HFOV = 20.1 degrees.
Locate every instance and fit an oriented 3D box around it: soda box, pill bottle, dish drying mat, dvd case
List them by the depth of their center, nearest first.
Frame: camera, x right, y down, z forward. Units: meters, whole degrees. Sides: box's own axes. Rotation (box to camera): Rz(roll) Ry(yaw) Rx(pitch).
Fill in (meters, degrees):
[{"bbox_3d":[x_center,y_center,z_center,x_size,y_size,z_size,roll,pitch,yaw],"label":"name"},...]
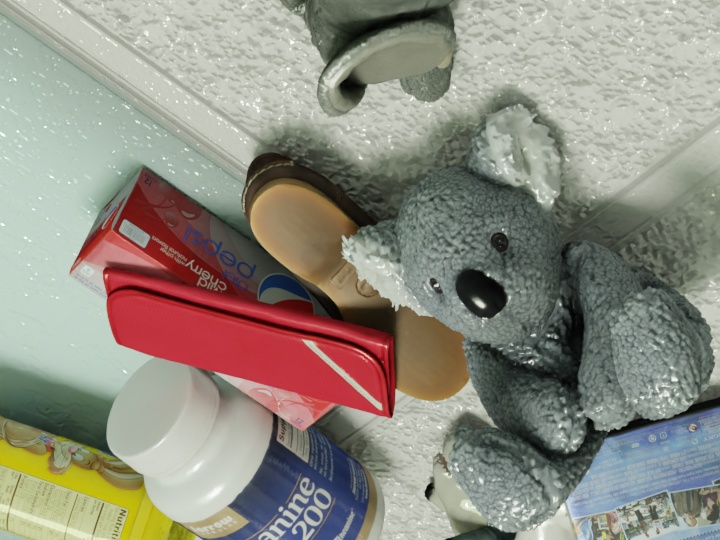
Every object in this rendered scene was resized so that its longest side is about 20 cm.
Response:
[{"bbox_3d":[-0.073,0.047,1.319,0.198,0.018,0.077,13,141,15],"label":"dish drying mat"},{"bbox_3d":[0.221,0.191,1.365,0.141,0.018,0.202,-16,102,8],"label":"dvd case"},{"bbox_3d":[-0.092,0.022,1.371,0.199,0.064,0.070,35,137,-15],"label":"soda box"},{"bbox_3d":[-0.082,0.143,1.438,0.110,0.112,0.200,-19,136,36],"label":"pill bottle"}]

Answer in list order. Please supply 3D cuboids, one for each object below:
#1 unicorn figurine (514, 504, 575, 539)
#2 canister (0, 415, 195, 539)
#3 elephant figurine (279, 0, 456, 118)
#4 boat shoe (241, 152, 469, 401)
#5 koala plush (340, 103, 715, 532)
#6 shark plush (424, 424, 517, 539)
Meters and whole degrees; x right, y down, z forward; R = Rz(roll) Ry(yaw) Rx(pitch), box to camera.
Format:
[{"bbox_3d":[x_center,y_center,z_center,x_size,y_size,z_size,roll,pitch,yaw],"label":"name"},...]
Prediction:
[{"bbox_3d":[0.135,0.203,1.415,0.136,0.202,0.074,9,-178,-14],"label":"unicorn figurine"},{"bbox_3d":[-0.226,0.168,1.535,0.198,0.087,0.149,18,173,5],"label":"canister"},{"bbox_3d":[0.009,-0.147,1.089,0.154,0.142,0.200,23,135,-12],"label":"elephant figurine"},{"bbox_3d":[0.000,0.000,1.312,0.070,0.070,0.200,-38,114,7],"label":"boat shoe"},{"bbox_3d":[0.095,0.016,1.234,0.200,0.184,0.177,46,113,-5],"label":"koala plush"},{"bbox_3d":[0.134,0.187,1.460,0.199,0.091,0.084,31,108,-5],"label":"shark plush"}]
